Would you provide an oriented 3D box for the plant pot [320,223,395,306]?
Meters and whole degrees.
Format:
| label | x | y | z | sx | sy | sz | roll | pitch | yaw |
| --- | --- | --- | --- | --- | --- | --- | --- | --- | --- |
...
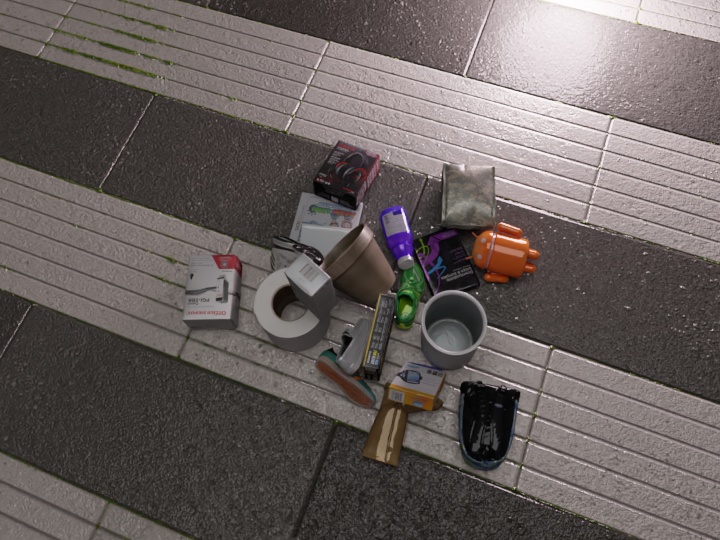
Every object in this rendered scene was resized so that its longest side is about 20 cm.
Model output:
| label | x | y | z | sx | sy | sz | roll | pitch | yaw |
| --- | --- | --- | --- | --- | --- | --- | --- | --- | --- |
| plant pot | 0.000 | 0.000 | 1.708 | 0.174 | 0.200 | 0.200 | 45 | 75 | -11 |

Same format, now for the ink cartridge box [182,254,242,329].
| label | x | y | z | sx | sy | sz | roll | pitch | yaw |
| --- | --- | --- | --- | --- | --- | --- | --- | --- | --- |
| ink cartridge box | -0.428 | 0.062 | 1.779 | 0.145 | 0.083 | 0.203 | -2 | 67 | 2 |

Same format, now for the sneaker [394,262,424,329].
| label | x | y | z | sx | sy | sz | roll | pitch | yaw |
| --- | --- | --- | --- | --- | --- | --- | --- | --- | --- |
| sneaker | 0.142 | 0.066 | 1.742 | 0.073 | 0.084 | 0.202 | 8 | 68 | 7 |

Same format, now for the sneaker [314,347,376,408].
| label | x | y | z | sx | sy | sz | roll | pitch | yaw |
| --- | --- | --- | --- | --- | --- | --- | --- | --- | --- |
| sneaker | -0.028 | 0.287 | 1.669 | 0.200 | 0.071 | 0.080 | 41 | 43 | 2 |

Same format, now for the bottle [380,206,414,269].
| label | x | y | z | sx | sy | sz | roll | pitch | yaw |
| --- | --- | --- | --- | --- | --- | --- | --- | --- | --- |
| bottle | 0.113 | -0.096 | 1.797 | 0.082 | 0.066 | 0.202 | -15 | 54 | 2 |

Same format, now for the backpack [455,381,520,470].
| label | x | y | z | sx | sy | sz | roll | pitch | yaw |
| --- | --- | --- | --- | --- | --- | --- | --- | --- | --- |
| backpack | 0.323 | 0.408 | 1.572 | 0.161 | 0.155 | 0.202 | 7 | 47 | 4 |

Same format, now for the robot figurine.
| label | x | y | z | sx | sy | sz | roll | pitch | yaw |
| --- | --- | --- | --- | --- | --- | --- | --- | --- | --- |
| robot figurine | 0.407 | -0.046 | 1.753 | 0.197 | 0.145 | 0.117 | 15 | 48 | 8 |

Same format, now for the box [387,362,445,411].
| label | x | y | z | sx | sy | sz | roll | pitch | yaw |
| --- | --- | --- | --- | --- | --- | --- | --- | --- | --- |
| box | 0.153 | 0.298 | 1.609 | 0.118 | 0.200 | 0.042 | 12 | 104 | 16 |

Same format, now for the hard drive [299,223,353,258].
| label | x | y | z | sx | sy | sz | roll | pitch | yaw |
| --- | --- | --- | --- | --- | --- | --- | --- | --- | --- |
| hard drive | -0.083 | -0.063 | 1.814 | 0.197 | 0.026 | 0.134 | 7 | 90 | 7 |

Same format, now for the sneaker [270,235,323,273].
| label | x | y | z | sx | sy | sz | roll | pitch | yaw |
| --- | --- | --- | --- | --- | --- | --- | --- | --- | --- |
| sneaker | -0.189 | -0.020 | 1.783 | 0.199 | 0.075 | 0.117 | 24 | 106 | 38 |

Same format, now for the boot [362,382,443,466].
| label | x | y | z | sx | sy | sz | roll | pitch | yaw |
| --- | --- | --- | --- | --- | --- | --- | --- | --- | --- |
| boot | 0.114 | 0.416 | 1.617 | 0.173 | 0.066 | 0.202 | 11 | 69 | 18 |

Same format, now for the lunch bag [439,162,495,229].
| label | x | y | z | sx | sy | sz | roll | pitch | yaw |
| --- | --- | --- | --- | --- | --- | --- | --- | --- | --- |
| lunch bag | 0.318 | -0.206 | 1.823 | 0.162 | 0.118 | 0.202 | 4 | 63 | 4 |

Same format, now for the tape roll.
| label | x | y | z | sx | sy | sz | roll | pitch | yaw |
| --- | --- | --- | --- | --- | --- | --- | --- | --- | --- |
| tape roll | -0.187 | 0.110 | 1.714 | 0.200 | 0.139 | 0.205 | -1 | 68 | 4 |

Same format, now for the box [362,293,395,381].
| label | x | y | z | sx | sy | sz | roll | pitch | yaw |
| --- | --- | --- | --- | --- | --- | --- | --- | --- | --- |
| box | 0.052 | 0.184 | 1.659 | 0.049 | 0.160 | 0.202 | 11 | 70 | 9 |

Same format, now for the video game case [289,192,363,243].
| label | x | y | z | sx | sy | sz | roll | pitch | yaw |
| --- | --- | --- | --- | --- | --- | --- | --- | --- | --- |
| video game case | -0.106 | -0.141 | 1.873 | 0.197 | 0.024 | 0.184 | 11 | 69 | 7 |

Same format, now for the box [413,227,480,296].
| label | x | y | z | sx | sy | sz | roll | pitch | yaw |
| --- | --- | --- | --- | --- | --- | --- | --- | --- | --- |
| box | 0.248 | -0.020 | 1.796 | 0.141 | 0.036 | 0.202 | -20 | 70 | -4 |

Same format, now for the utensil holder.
| label | x | y | z | sx | sy | sz | roll | pitch | yaw |
| --- | --- | --- | --- | --- | --- | --- | --- | --- | --- |
| utensil holder | 0.240 | 0.168 | 1.632 | 0.167 | 0.200 | 0.172 | -1 | 67 | 2 |

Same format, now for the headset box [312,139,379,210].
| label | x | y | z | sx | sy | sz | roll | pitch | yaw |
| --- | --- | --- | --- | --- | --- | --- | --- | --- | --- |
| headset box | -0.037 | -0.304 | 1.895 | 0.147 | 0.075 | 0.201 | 23 | 63 | 14 |

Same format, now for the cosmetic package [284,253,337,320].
| label | x | y | z | sx | sy | sz | roll | pitch | yaw |
| --- | --- | --- | --- | --- | --- | --- | --- | --- | --- |
| cosmetic package | -0.122 | 0.046 | 1.553 | 0.101 | 0.200 | 0.074 | 41 | 75 | 18 |

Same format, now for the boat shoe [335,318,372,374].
| label | x | y | z | sx | sy | sz | roll | pitch | yaw |
| --- | --- | --- | --- | --- | --- | --- | --- | --- | --- |
| boat shoe | -0.023 | 0.193 | 1.668 | 0.068 | 0.072 | 0.201 | 41 | 43 | -17 |
